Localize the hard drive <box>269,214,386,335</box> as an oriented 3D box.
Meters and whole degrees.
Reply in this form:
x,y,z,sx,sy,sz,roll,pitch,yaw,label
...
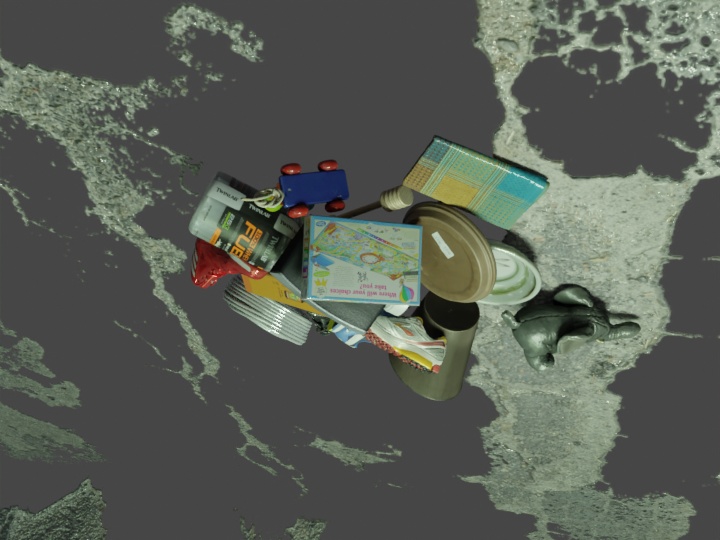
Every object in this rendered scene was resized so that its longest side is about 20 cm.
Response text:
x,y,z,sx,sy,sz,roll,pitch,yaw,label
-0.038,0.013,1.504,0.200,0.135,0.042,35,-176,-16,hard drive

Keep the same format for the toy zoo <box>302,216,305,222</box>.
x,y,z,sx,sy,sz,roll,pitch,yaw,label
-0.127,-0.045,1.721,0.131,0.021,0.200,-3,147,28,toy zoo

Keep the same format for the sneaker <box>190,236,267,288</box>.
x,y,z,sx,sy,sz,roll,pitch,yaw,label
-0.248,-0.003,1.675,0.078,0.116,0.200,5,-157,-42,sneaker

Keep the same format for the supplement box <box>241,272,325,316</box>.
x,y,z,sx,sy,sz,roll,pitch,yaw,label
-0.129,0.021,1.685,0.199,0.069,0.067,17,136,29,supplement box

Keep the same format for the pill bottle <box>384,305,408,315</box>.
x,y,z,sx,sy,sz,roll,pitch,yaw,label
0.000,0.000,1.589,0.199,0.113,0.112,28,148,-15,pill bottle

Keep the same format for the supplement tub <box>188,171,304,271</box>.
x,y,z,sx,sy,sz,roll,pitch,yaw,label
-0.189,-0.078,1.568,0.199,0.123,0.123,27,149,-9,supplement tub

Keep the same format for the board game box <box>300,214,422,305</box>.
x,y,z,sx,sy,sz,roll,pitch,yaw,label
0.004,-0.014,1.462,0.199,0.135,0.034,5,175,-23,board game box

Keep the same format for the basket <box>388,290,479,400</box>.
x,y,z,sx,sy,sz,roll,pitch,yaw,label
0.153,0.133,1.776,0.180,0.136,0.200,45,144,23,basket

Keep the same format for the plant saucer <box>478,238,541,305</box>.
x,y,z,sx,sy,sz,roll,pitch,yaw,label
0.227,-0.008,1.597,0.199,0.050,0.200,13,150,8,plant saucer

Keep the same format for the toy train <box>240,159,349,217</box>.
x,y,z,sx,sy,sz,roll,pitch,yaw,label
-0.129,-0.123,1.457,0.199,0.085,0.116,-10,179,-33,toy train

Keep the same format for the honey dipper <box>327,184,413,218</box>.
x,y,z,sx,sy,sz,roll,pitch,yaw,label
0.009,-0.104,1.544,0.038,0.038,0.200,34,147,-31,honey dipper

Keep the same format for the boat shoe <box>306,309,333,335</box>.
x,y,z,sx,sy,sz,roll,pitch,yaw,label
-0.066,0.102,1.836,0.070,0.067,0.200,14,176,18,boat shoe

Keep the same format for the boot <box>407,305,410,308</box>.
x,y,z,sx,sy,sz,roll,pitch,yaw,label
0.064,0.084,1.817,0.144,0.073,0.200,-4,143,26,boot

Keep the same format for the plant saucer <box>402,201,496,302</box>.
x,y,z,sx,sy,sz,roll,pitch,yaw,label
0.143,-0.025,1.530,0.200,0.029,0.201,30,140,29,plant saucer

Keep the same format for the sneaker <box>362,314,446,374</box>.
x,y,z,sx,sy,sz,roll,pitch,yaw,label
0.070,0.113,1.657,0.200,0.082,0.078,31,166,-10,sneaker

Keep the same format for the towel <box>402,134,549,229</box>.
x,y,z,sx,sy,sz,roll,pitch,yaw,label
0.181,-0.140,1.423,0.199,0.022,0.147,22,149,-10,towel

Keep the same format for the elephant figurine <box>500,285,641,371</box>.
x,y,z,sx,sy,sz,roll,pitch,yaw,label
0.394,0.097,1.662,0.199,0.155,0.142,-20,95,30,elephant figurine

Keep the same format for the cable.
x,y,z,sx,sy,sz,roll,pitch,yaw,label
-0.188,0.079,1.827,0.200,0.069,0.200,31,178,6,cable

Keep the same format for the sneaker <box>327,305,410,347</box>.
x,y,z,sx,sy,sz,roll,pitch,yaw,label
0.034,0.086,1.721,0.199,0.074,0.082,-26,114,29,sneaker
